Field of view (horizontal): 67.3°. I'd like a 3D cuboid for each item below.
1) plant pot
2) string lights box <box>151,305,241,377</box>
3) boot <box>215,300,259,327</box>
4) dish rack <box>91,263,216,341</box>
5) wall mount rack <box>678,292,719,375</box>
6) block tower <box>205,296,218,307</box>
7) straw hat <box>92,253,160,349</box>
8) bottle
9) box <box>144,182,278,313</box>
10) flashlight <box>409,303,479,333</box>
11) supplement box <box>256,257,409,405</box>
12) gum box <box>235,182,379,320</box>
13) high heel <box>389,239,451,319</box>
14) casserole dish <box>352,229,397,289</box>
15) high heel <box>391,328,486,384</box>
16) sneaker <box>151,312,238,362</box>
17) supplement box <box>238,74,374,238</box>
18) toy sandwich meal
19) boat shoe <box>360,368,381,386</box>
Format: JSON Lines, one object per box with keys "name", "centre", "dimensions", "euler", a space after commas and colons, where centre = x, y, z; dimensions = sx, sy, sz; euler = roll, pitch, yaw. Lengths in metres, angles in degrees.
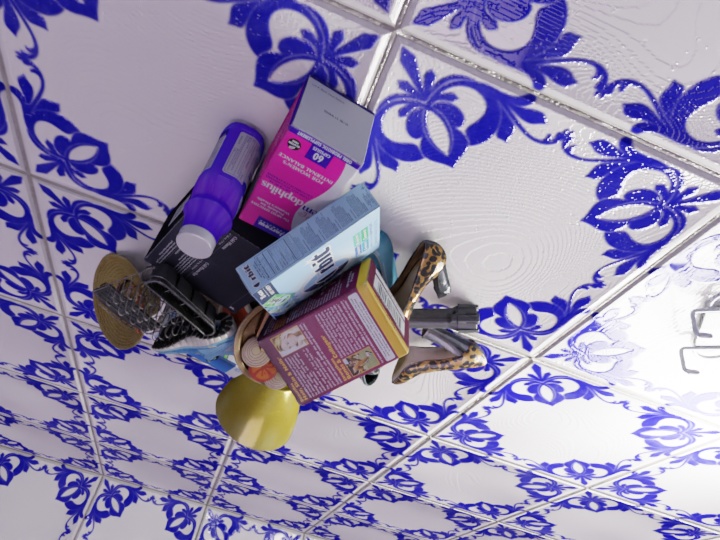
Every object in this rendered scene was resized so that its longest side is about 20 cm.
{"name": "plant pot", "centre": [-0.217, 0.288, 1.256], "dimensions": [0.197, 0.201, 0.143], "euler": [25, 116, -15]}
{"name": "string lights box", "centre": [-0.319, 0.130, 1.134], "dimensions": [0.199, 0.104, 0.059], "euler": [35, 138, -24]}
{"name": "boot", "centre": [-0.175, 0.121, 1.031], "dimensions": [0.106, 0.076, 0.200], "euler": [-25, 123, 35]}
{"name": "dish rack", "centre": [-0.358, 0.065, 0.927], "dimensions": [0.197, 0.055, 0.154], "euler": [-15, 134, 23]}
{"name": "wall mount rack", "centre": [0.611, 0.115, 0.857], "dimensions": [0.170, 0.076, 0.201], "euler": [-2, 140, 19]}
{"name": "block tower", "centre": [-0.274, 0.064, 1.078], "dimensions": [0.057, 0.055, 0.201], "euler": [-13, 136, 28]}
{"name": "straw hat", "centre": [-0.451, 0.059, 1.094], "dimensions": [0.199, 0.205, 0.084], "euler": [-21, 174, 37]}
{"name": "bottle", "centre": [-0.185, -0.107, 0.719], "dimensions": [0.064, 0.203, 0.084], "euler": [23, 140, -14]}
{"name": "box", "centre": [-0.218, -0.046, 0.883], "dimensions": [0.181, 0.105, 0.199], "euler": [36, 137, -25]}
{"name": "flashlight", "centre": [0.116, 0.088, 0.987], "dimensions": [0.196, 0.068, 0.069], "euler": [-1, 132, 11]}
{"name": "supplement box", "centre": [-0.038, 0.095, 0.836], "dimensions": [0.197, 0.104, 0.132], "euler": [-27, 107, 15]}
{"name": "gum box", "centre": [-0.063, -0.019, 0.761], "dimensions": [0.045, 0.198, 0.170], "euler": [54, 172, 14]}
{"name": "high heel", "centre": [0.054, 0.032, 0.878], "dimensions": [0.198, 0.072, 0.143], "euler": [-31, 141, -4]}
{"name": "casserole dish", "centre": [0.000, 0.000, 0.930], "dimensions": [0.119, 0.039, 0.202], "euler": [2, 140, 13]}
{"name": "high heel", "centre": [0.152, 0.197, 1.084], "dimensions": [0.141, 0.072, 0.201], "euler": [26, 132, -6]}
{"name": "sneaker", "centre": [-0.301, 0.140, 1.003], "dimensions": [0.196, 0.079, 0.091], "euler": [-6, 131, 27]}
{"name": "supplement box", "centre": [-0.077, -0.138, 0.730], "dimensions": [0.100, 0.105, 0.200], "euler": [25, 142, -17]}
{"name": "toy sandwich meal", "centre": [-0.129, 0.132, 0.964], "dimensions": [0.201, 0.070, 0.209], "euler": [-10, 118, -20]}
{"name": "boat shoe", "centre": [0.030, 0.181, 1.101], "dimensions": [0.072, 0.062, 0.201], "euler": [-24, 160, -25]}
